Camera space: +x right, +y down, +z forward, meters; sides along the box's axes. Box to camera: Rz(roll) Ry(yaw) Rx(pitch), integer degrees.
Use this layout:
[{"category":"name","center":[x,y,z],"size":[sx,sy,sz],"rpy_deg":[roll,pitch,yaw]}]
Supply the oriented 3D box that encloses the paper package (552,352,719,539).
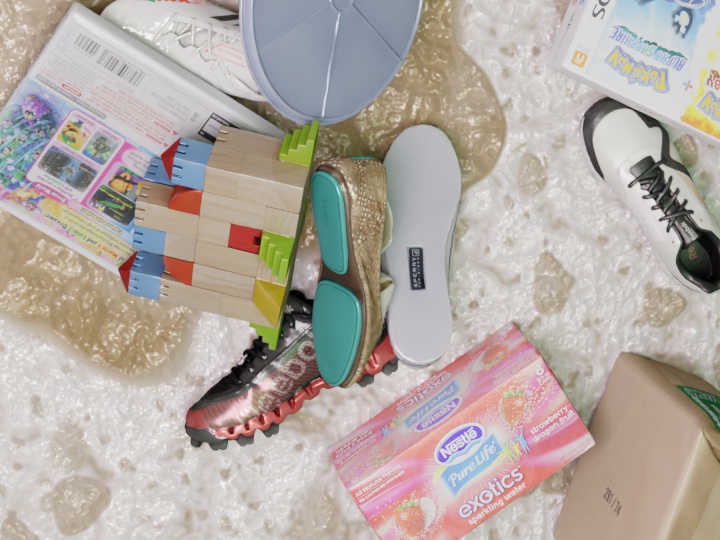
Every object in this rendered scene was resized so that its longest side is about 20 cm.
[{"category":"paper package","center":[0.264,0.193,1.634],"size":[0.102,0.200,0.192],"rpy_deg":[14,102,-17]}]

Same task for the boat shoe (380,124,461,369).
[{"category":"boat shoe","center":[0.048,-0.017,1.584],"size":[0.070,0.070,0.202],"rpy_deg":[-1,78,-4]}]

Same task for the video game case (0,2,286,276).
[{"category":"video game case","center":[-0.187,-0.089,1.509],"size":[0.199,0.024,0.182],"rpy_deg":[31,118,-19]}]

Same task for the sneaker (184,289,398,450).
[{"category":"sneaker","center":[-0.065,0.073,1.591],"size":[0.199,0.071,0.099],"rpy_deg":[-28,111,-6]}]

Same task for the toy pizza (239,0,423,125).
[{"category":"toy pizza","center":[-0.024,-0.210,1.443],"size":[0.199,0.032,0.202],"rpy_deg":[-22,120,-43]}]

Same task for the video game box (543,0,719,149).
[{"category":"video game box","center":[0.273,-0.213,1.581],"size":[0.198,0.047,0.184],"rpy_deg":[22,93,-18]}]

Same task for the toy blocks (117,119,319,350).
[{"category":"toy blocks","center":[-0.114,-0.039,1.482],"size":[0.135,0.100,0.201],"rpy_deg":[13,134,1]}]

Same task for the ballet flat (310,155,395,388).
[{"category":"ballet flat","center":[0.000,0.000,1.508],"size":[0.065,0.070,0.202],"rpy_deg":[-22,129,-33]}]

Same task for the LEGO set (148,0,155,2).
[{"category":"LEGO set","center":[-0.117,-0.298,1.438],"size":[0.152,0.116,0.202],"rpy_deg":[1,105,-15]}]

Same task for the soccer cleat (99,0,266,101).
[{"category":"soccer cleat","center":[-0.106,-0.171,1.499],"size":[0.198,0.085,0.069],"rpy_deg":[14,103,-17]}]

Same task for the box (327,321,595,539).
[{"category":"box","center":[0.084,0.149,1.634],"size":[0.199,0.095,0.103],"rpy_deg":[-34,110,-1]}]

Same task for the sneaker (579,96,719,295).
[{"category":"sneaker","center":[0.258,-0.063,1.619],"size":[0.074,0.080,0.200],"rpy_deg":[-38,109,3]}]
